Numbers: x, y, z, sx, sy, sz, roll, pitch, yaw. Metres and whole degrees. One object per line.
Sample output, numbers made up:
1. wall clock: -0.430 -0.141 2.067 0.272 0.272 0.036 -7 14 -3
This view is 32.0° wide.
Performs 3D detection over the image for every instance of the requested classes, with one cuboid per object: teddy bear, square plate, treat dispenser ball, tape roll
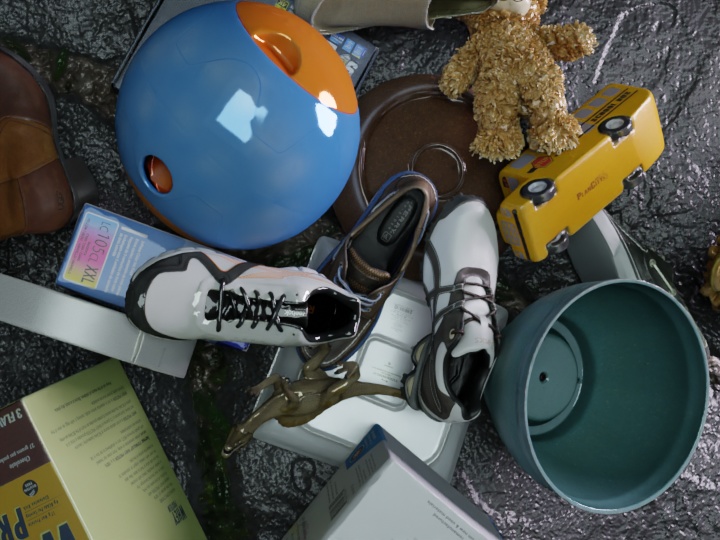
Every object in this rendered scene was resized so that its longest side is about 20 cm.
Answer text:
1. teddy bear: 0.141 -0.189 1.147 0.144 0.067 0.202 4 70 21
2. square plate: 0.020 0.094 1.167 0.199 0.028 0.200 21 84 -7
3. treat dispenser ball: -0.100 -0.118 1.025 0.199 0.201 0.203 1 87 -8
4. tape roll: -0.235 0.043 1.044 0.201 0.203 0.037 19 83 -7

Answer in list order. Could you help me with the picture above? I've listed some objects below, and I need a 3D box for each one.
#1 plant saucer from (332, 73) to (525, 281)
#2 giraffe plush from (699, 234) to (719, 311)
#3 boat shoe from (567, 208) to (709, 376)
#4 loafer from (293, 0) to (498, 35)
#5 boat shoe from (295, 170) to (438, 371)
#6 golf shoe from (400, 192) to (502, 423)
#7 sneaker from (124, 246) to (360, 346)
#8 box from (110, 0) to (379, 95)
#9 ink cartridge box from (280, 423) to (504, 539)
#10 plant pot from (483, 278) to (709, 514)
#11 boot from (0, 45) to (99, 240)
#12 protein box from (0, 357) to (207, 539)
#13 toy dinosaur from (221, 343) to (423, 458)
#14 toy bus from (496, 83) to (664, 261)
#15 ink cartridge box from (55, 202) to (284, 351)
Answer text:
1. plant saucer: 0.069 -0.091 1.174 0.198 0.034 0.202 2 81 -11
2. giraffe plush: 0.394 -0.023 1.162 0.172 0.200 0.163 39 87 -29
3. boat shoe: 0.261 0.013 1.192 0.063 0.071 0.201 -30 91 -23
4. loafer: 0.039 -0.249 1.113 0.198 0.076 0.069 -18 62 -8
5. boat shoe: 0.000 0.000 1.107 0.072 0.072 0.201 28 94 -1
6. golf shoe: 0.096 0.036 1.087 0.077 0.094 0.202 4 97 -25
7. sneaker: -0.087 0.023 0.982 0.199 0.080 0.074 1 98 -34
8. box: -0.105 -0.183 1.153 0.199 0.051 0.159 31 84 -6
9. ink cartridge box: 0.010 0.266 1.081 0.146 0.147 0.200 40 91 -6
10. plant pot: 0.193 0.103 1.126 0.199 0.134 0.202 -2 95 -27
11. boot: -0.338 -0.098 1.045 0.200 0.068 0.189 -27 90 -53
12. protein box: -0.244 0.202 1.020 0.134 0.199 0.201 -26 91 11
13. toy dinosaur: -0.035 0.104 1.104 0.198 0.102 0.058 -13 51 -22
14. toy bus: 0.197 -0.092 1.150 0.200 0.078 0.065 -38 126 -24
15. ink cartridge box: -0.154 0.014 1.090 0.198 0.136 0.077 19 85 -7
